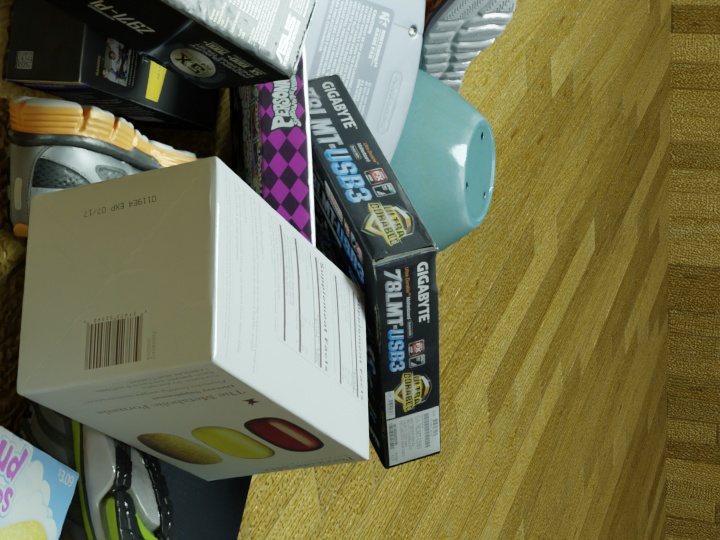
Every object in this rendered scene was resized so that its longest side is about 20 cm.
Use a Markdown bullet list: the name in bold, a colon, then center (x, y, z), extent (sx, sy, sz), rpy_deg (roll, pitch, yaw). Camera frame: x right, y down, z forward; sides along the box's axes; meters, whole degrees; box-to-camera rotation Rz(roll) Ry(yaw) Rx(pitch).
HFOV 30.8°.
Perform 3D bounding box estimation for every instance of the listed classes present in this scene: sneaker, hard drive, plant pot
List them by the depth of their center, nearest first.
- **sneaker**: center (-0.168, 0.085, 0.742), extent (0.074, 0.081, 0.200), rpy_deg (14, 63, -70)
- **sneaker**: center (-0.142, -0.041, 0.778), extent (0.200, 0.078, 0.077), rpy_deg (21, 77, -58)
- **hard drive**: center (-0.132, 0.158, 0.884), extent (0.200, 0.042, 0.135), rpy_deg (48, 51, -62)
- **plant pot**: center (0.041, -0.089, 1.136), extent (0.200, 0.135, 0.201), rpy_deg (6, 90, -68)
- **sneaker**: center (0.070, -0.240, 1.183), extent (0.200, 0.077, 0.112), rpy_deg (130, -49, -57)

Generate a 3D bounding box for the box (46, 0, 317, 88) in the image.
- **box**: center (-0.090, -0.221, 0.684), extent (0.164, 0.086, 0.200), rpy_deg (26, 75, -40)

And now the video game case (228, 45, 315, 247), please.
- **video game case**: center (-0.062, -0.101, 0.856), extent (0.181, 0.036, 0.200), rpy_deg (178, -91, -80)

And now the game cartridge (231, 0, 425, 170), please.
- **game cartridge**: center (-0.019, -0.140, 0.998), extent (0.133, 0.040, 0.200), rpy_deg (13, 96, -39)

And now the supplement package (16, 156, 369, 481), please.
- **supplement package**: center (-0.081, 0.037, 0.718), extent (0.200, 0.114, 0.110), rpy_deg (43, 41, -59)

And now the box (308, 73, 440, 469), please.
- **box**: center (0.000, 0.000, 0.905), extent (0.200, 0.050, 0.199), rpy_deg (-118, -161, -45)

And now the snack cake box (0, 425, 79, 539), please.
- **snack cake box**: center (-0.222, 0.114, 0.613), extent (0.200, 0.067, 0.115), rpy_deg (55, 46, -59)

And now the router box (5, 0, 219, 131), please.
- **router box**: center (-0.133, -0.194, 0.780), extent (0.157, 0.052, 0.200), rpy_deg (12, 84, -68)
